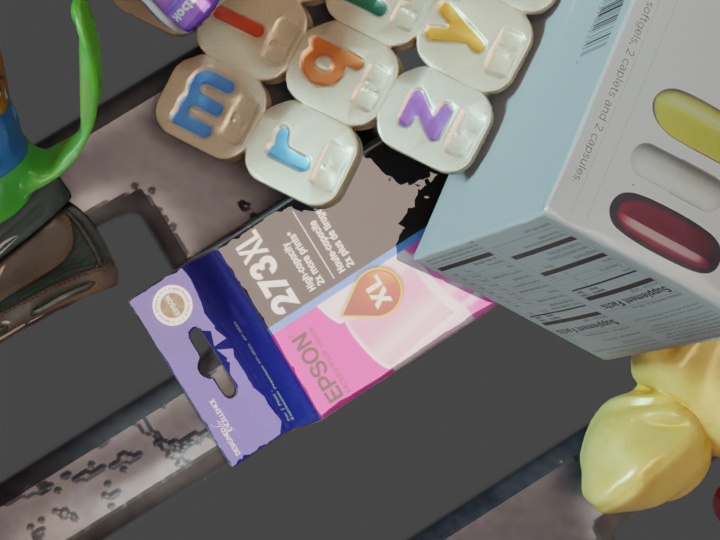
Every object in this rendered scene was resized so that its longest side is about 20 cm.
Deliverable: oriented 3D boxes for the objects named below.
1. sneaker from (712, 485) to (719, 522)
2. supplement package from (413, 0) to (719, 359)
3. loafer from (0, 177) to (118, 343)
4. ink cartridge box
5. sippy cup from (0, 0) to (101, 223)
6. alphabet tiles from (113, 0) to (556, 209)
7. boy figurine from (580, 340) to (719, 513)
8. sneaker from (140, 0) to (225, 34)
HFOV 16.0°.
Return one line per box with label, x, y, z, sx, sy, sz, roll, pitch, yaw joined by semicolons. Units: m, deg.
sneaker;0.175;0.195;1.214;0.084;0.077;0.202;13;83;3
supplement package;0.132;-0.078;1.126;0.110;0.156;0.201;27;76;-15
loafer;-0.195;0.042;1.150;0.200;0.072;0.063;-42;103;-7
ink cartridge box;0.000;0.000;1.194;0.199;0.037;0.095;-33;96;-4
sippy cup;-0.210;-0.091;1.090;0.177;0.139;0.131;-18;118;-33
alphabet tiles;-0.009;-0.134;1.162;0.195;0.015;0.201;26;88;17
boy figurine;0.180;0.040;1.206;0.124;0.064;0.200;39;87;-9
sneaker;-0.107;-0.155;1.080;0.073;0.200;0.115;-44;70;26
